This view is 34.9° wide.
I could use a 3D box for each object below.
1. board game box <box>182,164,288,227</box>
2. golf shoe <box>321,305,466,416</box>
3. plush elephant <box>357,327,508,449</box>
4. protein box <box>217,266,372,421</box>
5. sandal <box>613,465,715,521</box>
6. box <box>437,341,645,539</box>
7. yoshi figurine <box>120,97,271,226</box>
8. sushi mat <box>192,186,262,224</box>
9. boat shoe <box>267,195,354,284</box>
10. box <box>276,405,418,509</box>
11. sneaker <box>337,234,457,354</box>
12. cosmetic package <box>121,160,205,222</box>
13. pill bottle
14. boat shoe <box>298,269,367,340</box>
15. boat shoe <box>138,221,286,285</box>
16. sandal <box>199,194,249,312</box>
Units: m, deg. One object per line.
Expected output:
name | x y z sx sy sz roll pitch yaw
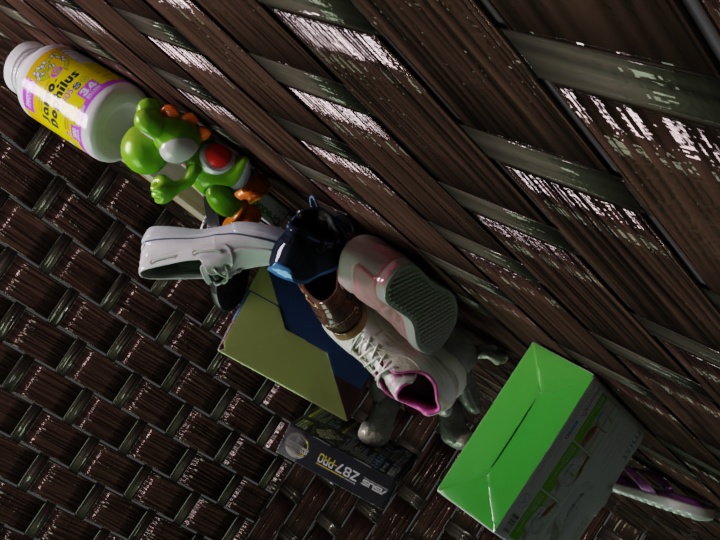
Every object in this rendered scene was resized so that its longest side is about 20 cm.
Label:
board game box | -0.200 -0.136 1.579 0.200 0.035 0.126 39 173 -41
golf shoe | 0.034 0.104 1.386 0.199 0.076 0.092 30 -150 5
plush elephant | 0.102 0.137 1.504 0.163 0.202 0.155 12 167 -13
protein box | -0.079 0.093 1.582 0.197 0.136 0.200 29 176 -4
sandal | 0.423 0.312 1.674 0.201 0.050 0.082 16 -179 30
box | 0.211 0.215 1.295 0.096 0.201 0.176 30 174 41
yoshi figurine | -0.210 -0.125 1.391 0.200 0.112 0.112 41 178 -31
sushi mat | -0.151 -0.066 1.633 0.199 0.012 0.096 32 175 6
boat shoe | -0.045 -0.038 1.305 0.083 0.069 0.200 20 -163 1
box | -0.013 0.246 1.548 0.160 0.049 0.200 29 -174 8
sneaker | 0.040 0.022 1.325 0.104 0.076 0.200 33 172 34
cosmetic package | -0.270 -0.144 1.727 0.200 0.071 0.105 39 172 -39
pill bottle | -0.368 -0.223 1.469 0.199 0.105 0.104 31 173 29
boat shoe | -0.044 0.001 1.392 0.070 0.070 0.200 49 -174 -35
boat shoe | -0.175 -0.012 1.392 0.198 0.067 0.074 -1 150 18
sandal | -0.184 -0.048 1.496 0.048 0.203 0.075 -1 -175 33
